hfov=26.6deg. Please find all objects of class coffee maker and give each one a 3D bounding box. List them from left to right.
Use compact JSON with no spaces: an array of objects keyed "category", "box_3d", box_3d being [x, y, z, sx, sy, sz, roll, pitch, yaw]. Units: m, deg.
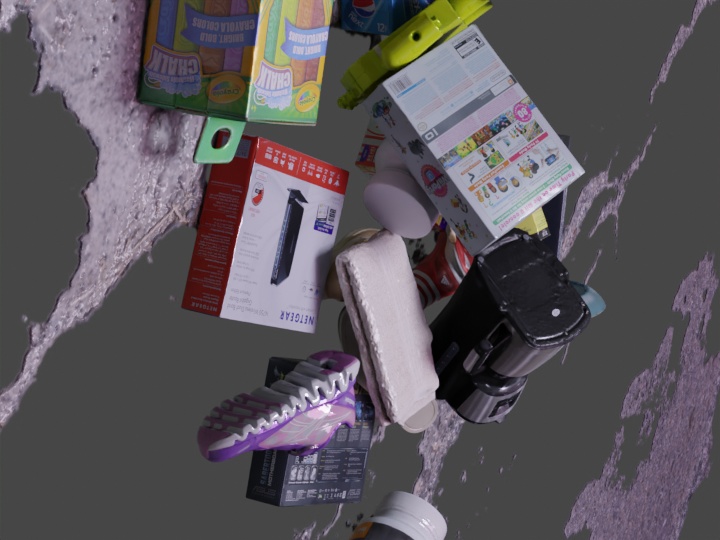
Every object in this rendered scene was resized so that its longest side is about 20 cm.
[{"category":"coffee maker","box_3d":[0.149,0.052,1.757,0.200,0.134,0.193,125,-42,-50]}]

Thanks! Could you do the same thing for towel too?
[{"category":"towel","box_3d":[0.033,0.061,1.659,0.132,0.034,0.201,-30,106,-62]}]

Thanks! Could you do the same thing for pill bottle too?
[{"category":"pill bottle","box_3d":[0.024,0.377,1.879,0.200,0.116,0.117,-57,146,-37]},{"category":"pill bottle","box_3d":[0.087,-0.137,1.696,0.200,0.112,0.113,-57,146,-29]}]

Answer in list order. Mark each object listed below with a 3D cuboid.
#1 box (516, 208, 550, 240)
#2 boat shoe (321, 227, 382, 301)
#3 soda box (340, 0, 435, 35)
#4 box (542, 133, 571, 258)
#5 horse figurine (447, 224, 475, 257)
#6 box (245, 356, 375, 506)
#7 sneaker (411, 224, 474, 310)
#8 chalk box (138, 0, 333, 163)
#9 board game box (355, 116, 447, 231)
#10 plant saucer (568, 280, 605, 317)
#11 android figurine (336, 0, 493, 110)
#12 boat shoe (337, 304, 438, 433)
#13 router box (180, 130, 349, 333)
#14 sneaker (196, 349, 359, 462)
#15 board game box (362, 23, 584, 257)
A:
[{"category":"box","box_3d":[0.170,-0.125,1.833,0.075,0.050,0.201,-27,98,-72]},{"category":"boat shoe","box_3d":[0.000,0.000,1.731,0.200,0.069,0.074,-26,123,-57]},{"category":"soda box","box_3d":[0.054,-0.318,1.711,0.200,0.068,0.065,-36,131,-53]},{"category":"box","box_3d":[0.220,-0.075,2.029,0.182,0.103,0.201,-58,153,-75]},{"category":"horse figurine","box_3d":[0.125,-0.088,1.832,0.200,0.050,0.133,29,48,-53]},{"category":"box","box_3d":[-0.049,0.183,1.727,0.200,0.051,0.159,12,88,-63]},{"category":"sneaker","box_3d":[0.083,-0.001,1.909,0.079,0.115,0.200,62,8,-3]},{"category":"chalk box","box_3d":[-0.112,-0.194,1.378,0.124,0.123,0.201,-9,108,-61]},{"category":"board game box","box_3d":[0.071,-0.153,1.832,0.200,0.046,0.152,40,65,-60]},{"category":"plant saucer","box_3d":[0.229,0.042,2.053,0.200,0.199,0.028,-26,114,-57]},{"category":"android figurine","box_3d":[0.056,-0.241,1.658,0.200,0.041,0.182,-37,178,8]},{"category":"boat shoe","box_3d":[0.022,0.105,1.757,0.073,0.063,0.200,-37,124,-6]},{"category":"router box","box_3d":[-0.093,-0.035,1.560,0.200,0.049,0.181,13,88,-63]},{"category":"sneaker","box_3d":[-0.077,0.160,1.582,0.200,0.080,0.089,-25,116,-33]},{"category":"board game box","box_3d":[0.119,-0.139,1.611,0.147,0.200,0.064,-35,177,-29]}]
